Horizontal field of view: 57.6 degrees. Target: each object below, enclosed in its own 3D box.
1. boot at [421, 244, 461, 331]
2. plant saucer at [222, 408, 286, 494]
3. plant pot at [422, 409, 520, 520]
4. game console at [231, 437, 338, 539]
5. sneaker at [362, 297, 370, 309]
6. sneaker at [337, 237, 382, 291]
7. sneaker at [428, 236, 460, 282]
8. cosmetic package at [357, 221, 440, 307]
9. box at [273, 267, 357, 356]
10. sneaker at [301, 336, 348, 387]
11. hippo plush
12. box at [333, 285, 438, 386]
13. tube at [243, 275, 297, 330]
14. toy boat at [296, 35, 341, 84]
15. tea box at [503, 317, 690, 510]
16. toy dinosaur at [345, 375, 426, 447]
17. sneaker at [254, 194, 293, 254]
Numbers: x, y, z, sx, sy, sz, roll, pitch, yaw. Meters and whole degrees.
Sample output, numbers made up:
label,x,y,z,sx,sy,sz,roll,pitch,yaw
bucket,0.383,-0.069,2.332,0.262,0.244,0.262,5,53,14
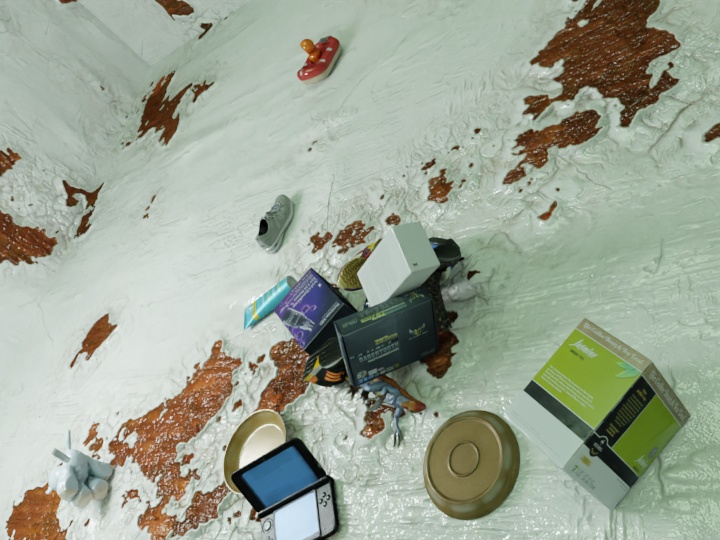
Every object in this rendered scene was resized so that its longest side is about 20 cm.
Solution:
label,x,y,z,sx,sy,sz,roll,pitch,yaw
boot,0.156,0.043,1.361,0.069,0.176,0.199,-25,10,-33
plant saucer,-0.238,0.425,1.527,0.199,0.035,0.202,-24,46,27
plant pot,0.192,0.345,1.189,0.199,0.027,0.201,-25,45,27
game console,-0.161,0.477,1.349,0.199,0.116,0.177,-33,42,20
sneaker,0.036,0.108,1.464,0.078,0.089,0.202,-18,51,17
sneaker,0.000,0.000,1.566,0.200,0.075,0.090,-38,1,-43
sneaker,0.145,-0.014,1.483,0.199,0.077,0.111,-26,22,52
cosmetic package,0.071,-0.002,1.314,0.102,0.071,0.200,67,152,18
box,-0.097,0.112,1.585,0.148,0.104,0.200,-49,39,0
sneaker,-0.052,0.207,1.440,0.200,0.089,0.071,-39,31,51
hippo plush,-0.822,0.595,1.843,0.160,0.200,0.160,-36,19,28
box,0.056,0.135,1.322,0.198,0.159,0.051,-21,41,-11
tube,-0.253,0.087,1.806,0.199,0.050,0.078,-36,33,25
toy boat,-0.164,-0.760,2.312,0.130,0.131,0.201,4,63,45
tea box,0.360,0.219,0.991,0.197,0.200,0.134,-48,39,0
toy dinosaur,0.060,0.245,1.335,0.180,0.105,0.202,-10,52,35
sneaker,-0.260,-0.152,1.965,0.074,0.082,0.202,-13,52,36
